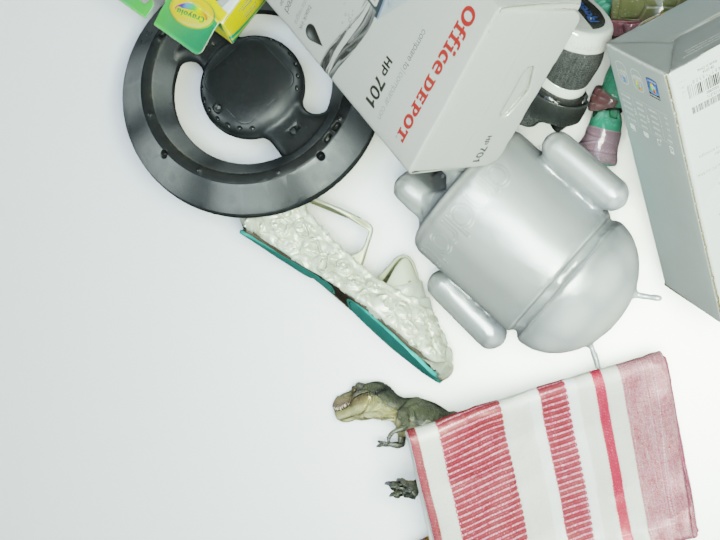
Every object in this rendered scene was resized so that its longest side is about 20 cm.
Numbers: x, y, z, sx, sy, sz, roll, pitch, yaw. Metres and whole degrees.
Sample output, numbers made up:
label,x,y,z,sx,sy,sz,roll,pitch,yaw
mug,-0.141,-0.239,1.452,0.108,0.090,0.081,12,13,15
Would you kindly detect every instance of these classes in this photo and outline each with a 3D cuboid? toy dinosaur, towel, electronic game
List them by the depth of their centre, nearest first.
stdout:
label,x,y,z,sx,sy,sz,roll,pitch,yaw
towel,0.142,0.153,1.354,0.199,0.023,0.145,-16,103,-10
toy dinosaur,0.067,0.140,1.384,0.199,0.048,0.088,18,57,6
electronic game,-0.080,-0.136,1.398,0.199,0.042,0.201,-2,74,8

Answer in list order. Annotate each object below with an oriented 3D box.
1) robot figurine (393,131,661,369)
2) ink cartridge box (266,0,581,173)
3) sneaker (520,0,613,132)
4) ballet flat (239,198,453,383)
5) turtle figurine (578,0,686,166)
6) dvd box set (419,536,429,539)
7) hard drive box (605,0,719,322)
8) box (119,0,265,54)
label,x,y,z,sx,sy,sz,roll,pitch,yaw
robot figurine,0.119,-0.020,1.355,0.200,0.113,0.170,41,121,5
ink cartridge box,0.037,-0.186,1.286,0.200,0.086,0.147,53,131,30
sneaker,0.109,-0.174,1.350,0.073,0.200,0.112,5,126,-20
ballet flat,0.000,0.000,1.391,0.200,0.072,0.072,37,94,4
turtle figurine,0.205,-0.176,1.356,0.149,0.101,0.201,6,98,10
dvd box set,0.039,0.285,1.407,0.199,0.029,0.147,-25,87,6
hard drive box,0.268,-0.091,1.275,0.155,0.077,0.201,-27,121,-15
box,-0.097,-0.261,1.389,0.117,0.048,0.200,36,83,15
